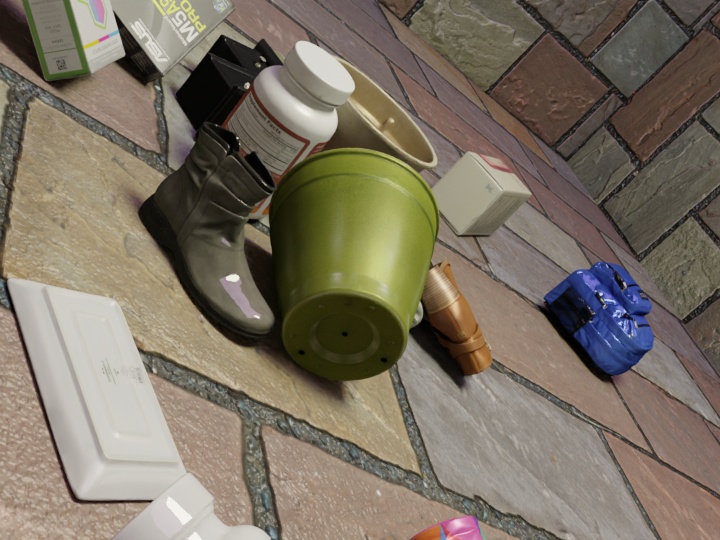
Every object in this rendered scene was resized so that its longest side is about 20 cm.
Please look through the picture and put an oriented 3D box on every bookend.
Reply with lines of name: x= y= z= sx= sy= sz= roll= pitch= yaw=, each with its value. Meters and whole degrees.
bookend: x=-0.175 y=-0.257 z=1.252 sx=0.198 sy=0.092 sz=0.201 roll=12 pitch=37 yaw=-55

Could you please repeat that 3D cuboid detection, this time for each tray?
tray: x=-0.194 y=0.083 z=0.681 sx=0.107 sy=0.022 sz=0.201 roll=20 pitch=33 yaw=-51

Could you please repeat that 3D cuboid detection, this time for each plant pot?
plant pot: x=-0.013 y=0.006 z=0.967 sx=0.200 sy=0.200 sz=0.194 roll=36 pitch=34 yaw=-24
plant pot: x=-0.032 y=-0.147 z=1.190 sx=0.200 sy=0.183 sz=0.201 roll=38 pitch=22 yaw=-19

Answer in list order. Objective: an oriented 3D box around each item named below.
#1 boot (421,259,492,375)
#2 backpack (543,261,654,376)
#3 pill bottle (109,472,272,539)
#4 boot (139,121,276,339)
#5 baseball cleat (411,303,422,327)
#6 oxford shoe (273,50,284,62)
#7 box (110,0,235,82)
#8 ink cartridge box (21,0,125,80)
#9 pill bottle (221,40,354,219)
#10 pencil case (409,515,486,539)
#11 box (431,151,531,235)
boot: x=0.132 y=0.067 z=1.266 sx=0.156 sy=0.076 sz=0.200 roll=59 pitch=-1 yaw=1
backpack: x=0.481 y=0.094 z=1.750 sx=0.162 sy=0.168 sz=0.201 roll=2 pitch=51 yaw=-52
pill bottle: x=-0.070 y=0.224 z=0.521 sx=0.200 sy=0.116 sz=0.116 roll=47 pitch=21 yaw=6
boot: x=-0.127 y=-0.042 z=0.887 sx=0.200 sy=0.131 sz=0.068 roll=50 pitch=22 yaw=14
baseball cleat: x=0.000 y=0.000 z=1.164 sx=0.200 sy=0.070 sz=0.107 roll=46 pitch=12 yaw=-28
oxford shoe: x=-0.122 y=-0.275 z=1.438 sx=0.058 sy=0.075 sz=0.201 roll=77 pitch=-8 yaw=-49
box: x=-0.274 y=-0.371 z=1.150 sx=0.201 sy=0.044 sz=0.161 roll=54 pitch=55 yaw=-25
ink cartridge box: x=-0.326 y=-0.318 z=0.976 sx=0.104 sy=0.059 sz=0.202 roll=-76 pitch=156 yaw=-66
pill bottle: x=-0.098 y=-0.166 z=1.062 sx=0.112 sy=0.200 sz=0.113 roll=32 pitch=28 yaw=-20
pencil case: x=0.104 y=0.308 z=0.749 sx=0.088 sy=0.088 sz=0.201 roll=23 pitch=32 yaw=-45
box: x=0.238 y=-0.150 z=1.791 sx=0.109 sy=0.128 sz=0.200 roll=51 pitch=21 yaw=16
